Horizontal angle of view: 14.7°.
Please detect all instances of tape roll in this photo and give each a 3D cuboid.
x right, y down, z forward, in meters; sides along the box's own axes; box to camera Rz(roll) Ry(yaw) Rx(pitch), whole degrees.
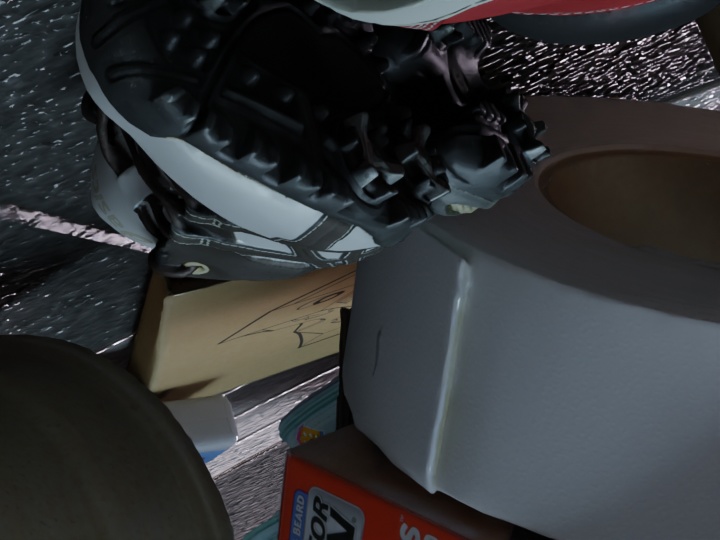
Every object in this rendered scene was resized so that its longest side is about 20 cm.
[{"bbox_3d":[0.095,0.014,0.785,0.201,0.071,0.203,8,-160,-3],"label":"tape roll"}]

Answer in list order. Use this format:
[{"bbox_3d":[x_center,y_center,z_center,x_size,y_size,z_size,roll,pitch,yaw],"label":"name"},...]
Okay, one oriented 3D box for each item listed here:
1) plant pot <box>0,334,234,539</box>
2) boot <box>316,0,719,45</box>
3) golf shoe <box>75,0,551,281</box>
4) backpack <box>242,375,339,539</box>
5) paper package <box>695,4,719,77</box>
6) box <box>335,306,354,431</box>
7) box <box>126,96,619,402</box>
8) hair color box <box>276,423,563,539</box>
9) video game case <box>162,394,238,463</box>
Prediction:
[{"bbox_3d":[-0.163,0.107,0.779,0.200,0.202,0.183,-28,157,30],"label":"plant pot"},{"bbox_3d":[0.094,-0.096,0.547,0.199,0.073,0.144,-17,173,23],"label":"boot"},{"bbox_3d":[-0.027,-0.027,0.620,0.094,0.078,0.200,-25,168,17],"label":"golf shoe"},{"bbox_3d":[0.048,0.100,1.216,0.175,0.154,0.200,-32,176,36],"label":"backpack"},{"bbox_3d":[0.209,-0.093,0.700,0.190,0.104,0.200,-14,166,-37],"label":"paper package"},{"bbox_3d":[0.091,0.095,0.869,0.199,0.200,0.050,-4,146,8],"label":"box"},{"bbox_3d":[0.000,0.000,0.969,0.163,0.021,0.200,-19,171,-12],"label":"box"},{"bbox_3d":[0.085,0.096,0.753,0.199,0.064,0.111,21,-154,35],"label":"hair color box"},{"bbox_3d":[-0.172,0.092,1.024,0.199,0.023,0.182,-4,161,-37],"label":"video game case"}]
